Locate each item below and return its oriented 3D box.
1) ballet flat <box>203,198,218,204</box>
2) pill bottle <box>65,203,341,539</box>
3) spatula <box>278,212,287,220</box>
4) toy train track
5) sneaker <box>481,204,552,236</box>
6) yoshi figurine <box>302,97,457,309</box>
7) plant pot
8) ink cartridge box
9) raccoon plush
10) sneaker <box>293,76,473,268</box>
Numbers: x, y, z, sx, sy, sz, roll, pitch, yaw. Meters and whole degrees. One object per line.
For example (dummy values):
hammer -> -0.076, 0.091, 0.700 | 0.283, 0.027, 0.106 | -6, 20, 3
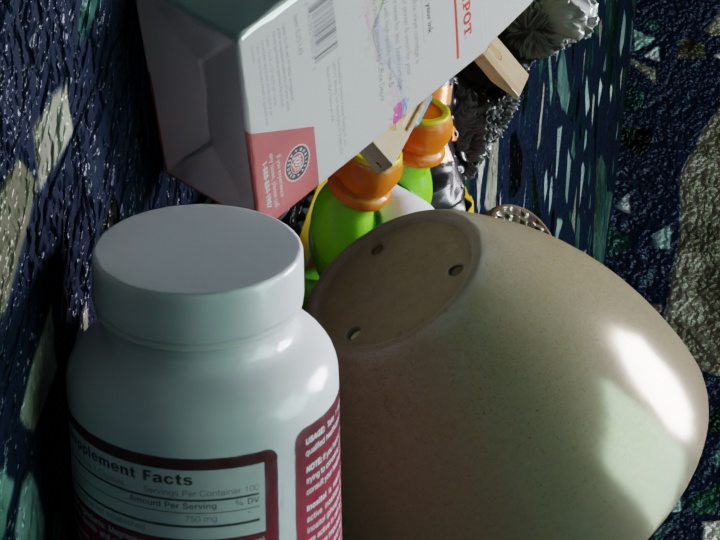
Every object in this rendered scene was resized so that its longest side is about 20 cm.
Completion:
ballet flat -> -0.058, 0.024, 1.276 | 0.200, 0.063, 0.069 | -71, 163, -56
pill bottle -> -0.063, 0.080, 1.123 | 0.113, 0.113, 0.200 | -67, 159, -62
spatula -> -0.024, -0.097, 1.540 | 0.200, 0.021, 0.057 | -74, 167, -46
toy train track -> 0.025, -0.106, 1.357 | 0.115, 0.033, 0.200 | 48, 35, -16
sneaker -> 0.062, 0.059, 1.453 | 0.076, 0.070, 0.200 | -47, -160, 48
yoshi figurine -> -0.014, -0.005, 1.420 | 0.112, 0.112, 0.200 | -101, -165, -53
plant pot -> 0.046, 0.050, 1.278 | 0.134, 0.200, 0.200 | 56, 33, -35
ink cartridge box -> -0.006, -0.126, 1.238 | 0.200, 0.067, 0.117 | -40, 144, -30
raccoon plush -> 0.073, -0.128, 1.665 | 0.097, 0.200, 0.134 | 61, 25, -21
sneaker -> 0.031, -0.066, 1.535 | 0.200, 0.090, 0.070 | -64, 180, -18
